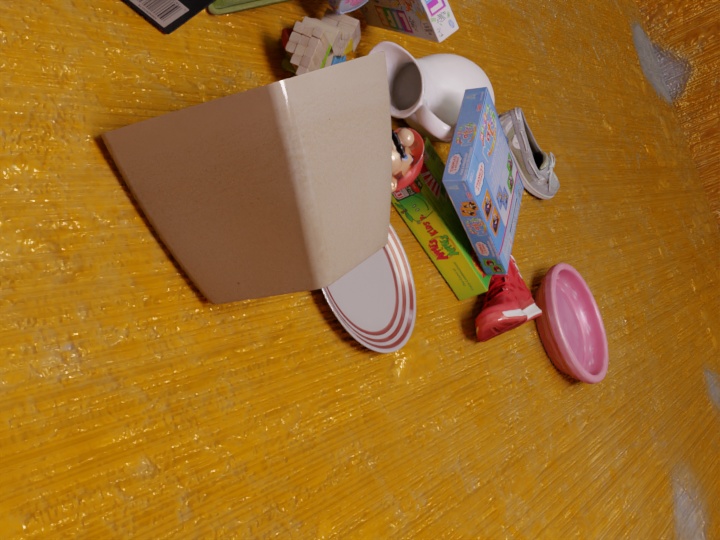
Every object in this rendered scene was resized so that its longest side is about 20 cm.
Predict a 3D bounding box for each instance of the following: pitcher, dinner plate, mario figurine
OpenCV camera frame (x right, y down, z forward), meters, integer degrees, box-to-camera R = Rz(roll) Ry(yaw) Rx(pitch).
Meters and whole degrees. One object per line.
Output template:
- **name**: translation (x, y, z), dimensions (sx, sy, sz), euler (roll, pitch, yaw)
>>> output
- **pitcher**: translation (0.113, -0.224, 1.235), dimensions (0.199, 0.121, 0.172), euler (2, 45, -51)
- **dinner plate**: translation (0.000, 0.000, 1.044), dimensions (0.200, 0.024, 0.202), euler (34, 46, -44)
- **mario figurine**: translation (0.012, -0.152, 1.067), dimensions (0.199, 0.105, 0.125), euler (2, 94, -50)

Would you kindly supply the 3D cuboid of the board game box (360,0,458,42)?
- **board game box**: translation (0.038, -0.373, 1.168), dimensions (0.135, 0.034, 0.200), euler (59, -12, -31)

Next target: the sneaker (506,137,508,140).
- **sneaker**: translation (0.176, -0.161, 1.370), dimensions (0.078, 0.075, 0.201), euler (39, 34, -25)

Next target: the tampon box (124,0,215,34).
- **tampon box**: translation (-0.188, -0.370, 0.876), dimensions (0.149, 0.125, 0.202), euler (34, 45, -41)

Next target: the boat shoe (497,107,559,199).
- **boat shoe**: translation (0.295, -0.200, 1.563), dimensions (0.202, 0.064, 0.075), euler (46, 38, -32)

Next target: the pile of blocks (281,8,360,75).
- **pile of blocks**: translation (-0.058, -0.269, 1.093), dimensions (0.062, 0.083, 0.200), euler (23, 24, 8)

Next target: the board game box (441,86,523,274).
- **board game box**: translation (0.165, -0.113, 1.182), dimensions (0.201, 0.036, 0.152), euler (58, 40, -48)

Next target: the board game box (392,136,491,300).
- **board game box**: translation (0.113, -0.069, 1.230), dimensions (0.201, 0.047, 0.102), euler (53, 36, -23)

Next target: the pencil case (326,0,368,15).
- **pencil case**: translation (-0.051, -0.411, 1.100), dimensions (0.201, 0.090, 0.083), euler (53, 5, 3)

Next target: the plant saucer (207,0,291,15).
- **plant saucer**: translation (-0.085, -0.383, 1.020), dimensions (0.048, 0.198, 0.202), euler (77, 1, -75)

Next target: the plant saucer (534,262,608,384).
- **plant saucer**: translation (0.342, 0.090, 1.480), dimensions (0.200, 0.050, 0.203), euler (33, 48, -44)

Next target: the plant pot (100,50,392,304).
- **plant pot**: translation (-0.078, -0.079, 0.831), dimensions (0.200, 0.198, 0.179), euler (-37, 114, -57)

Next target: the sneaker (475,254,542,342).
- **sneaker**: translation (0.188, 0.031, 1.279), dimensions (0.116, 0.078, 0.200), euler (65, 19, 10)
